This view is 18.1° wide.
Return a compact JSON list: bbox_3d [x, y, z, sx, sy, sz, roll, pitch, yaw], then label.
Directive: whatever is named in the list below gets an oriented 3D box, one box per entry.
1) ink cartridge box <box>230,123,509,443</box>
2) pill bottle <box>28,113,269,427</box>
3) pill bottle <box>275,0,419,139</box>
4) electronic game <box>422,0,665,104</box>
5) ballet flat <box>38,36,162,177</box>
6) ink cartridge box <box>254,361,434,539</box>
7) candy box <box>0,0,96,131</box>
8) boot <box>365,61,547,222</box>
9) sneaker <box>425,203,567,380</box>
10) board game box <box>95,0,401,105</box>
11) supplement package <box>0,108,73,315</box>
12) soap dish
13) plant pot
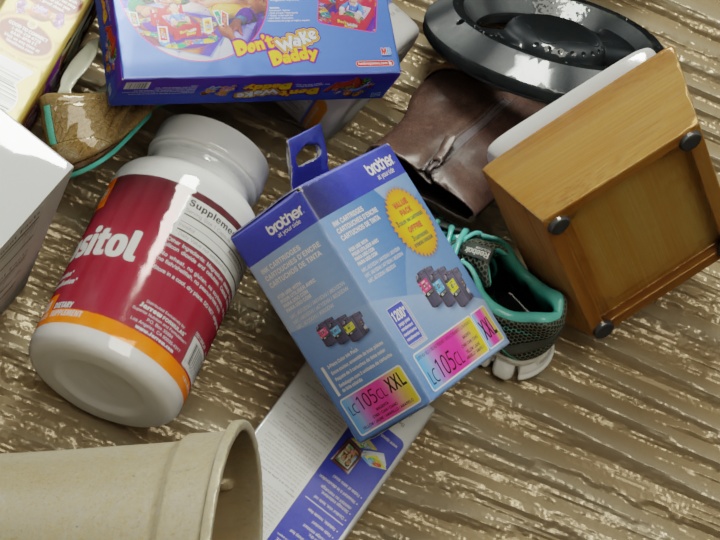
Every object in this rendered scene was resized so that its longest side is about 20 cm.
[{"bbox_3d":[0.000,0.000,1.554,0.201,0.076,0.136,57,32,1],"label":"ink cartridge box"},{"bbox_3d":[-0.139,-0.003,1.552,0.112,0.113,0.201,27,62,-6],"label":"pill bottle"},{"bbox_3d":[-0.064,-0.200,1.658,0.200,0.112,0.112,42,62,2],"label":"pill bottle"},{"bbox_3d":[0.144,-0.165,1.697,0.199,0.042,0.200,11,25,-5],"label":"electronic game"},{"bbox_3d":[-0.163,-0.134,1.587,0.200,0.068,0.073,-42,111,-50],"label":"ballet flat"},{"bbox_3d":[-0.039,0.144,1.568,0.095,0.037,0.200,38,60,-1],"label":"ink cartridge box"},{"bbox_3d":[-0.233,-0.151,1.579,0.056,0.117,0.201,27,63,-6],"label":"candy box"},{"bbox_3d":[0.119,-0.077,1.674,0.199,0.073,0.166,30,45,11],"label":"boot"},{"bbox_3d":[0.071,-0.008,1.635,0.199,0.091,0.078,35,62,-2],"label":"sneaker"},{"bbox_3d":[-0.081,-0.186,1.556,0.199,0.045,0.135,-3,72,-20],"label":"board game box"},{"bbox_3d":[-0.275,-0.024,1.466,0.114,0.200,0.110,39,62,0],"label":"supplement package"},{"bbox_3d":[0.184,-0.049,1.605,0.157,0.200,0.081,-32,54,-1],"label":"soap dish"},{"bbox_3d":[-0.167,0.189,1.421,0.182,0.201,0.202,3,66,7],"label":"plant pot"}]
